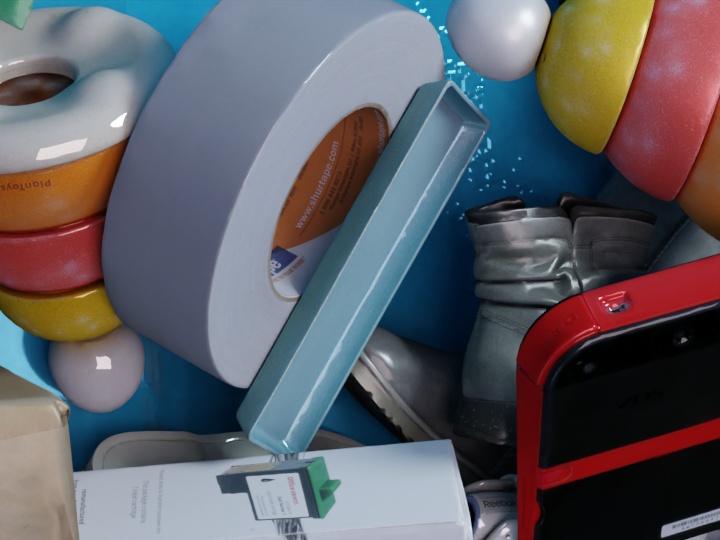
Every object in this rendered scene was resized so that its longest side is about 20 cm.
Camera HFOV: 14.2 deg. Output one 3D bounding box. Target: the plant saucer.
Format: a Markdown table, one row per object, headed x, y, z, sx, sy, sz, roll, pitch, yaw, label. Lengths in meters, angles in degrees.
| x | y | z | sx | sy | sz | roll | pitch | yaw | label |
| --- | --- | --- | --- | --- | --- | --- | --- | --- | --- |
| 0.000 | 0.000 | 1.428 | 0.201 | 0.019 | 0.070 | -61 | 155 | -5 | plant saucer |

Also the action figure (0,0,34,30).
| x | y | z | sx | sy | sz | roll | pitch | yaw | label |
| --- | --- | --- | --- | --- | --- | --- | --- | --- | --- |
| -0.232 | -0.206 | 1.370 | 0.199 | 0.055 | 0.119 | 22 | 87 | -14 | action figure |

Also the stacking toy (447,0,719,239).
| x | y | z | sx | sy | sz | roll | pitch | yaw | label |
| --- | --- | --- | --- | --- | --- | --- | --- | --- | --- |
| 0.139 | -0.099 | 1.440 | 0.199 | 0.146 | 0.147 | 20 | 91 | 1 | stacking toy |

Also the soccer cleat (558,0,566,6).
| x | y | z | sx | sy | sz | roll | pitch | yaw | label |
| --- | --- | --- | --- | --- | --- | --- | --- | --- | --- |
| 0.174 | -0.111 | 1.545 | 0.073 | 0.068 | 0.200 | -46 | 111 | -29 | soccer cleat |

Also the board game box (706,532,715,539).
| x | y | z | sx | sy | sz | roll | pitch | yaw | label |
| --- | --- | --- | --- | --- | --- | --- | --- | --- | --- |
| 0.195 | 0.178 | 1.574 | 0.103 | 0.019 | 0.201 | 0 | 87 | -46 | board game box |

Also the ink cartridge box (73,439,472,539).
| x | y | z | sx | sy | sz | roll | pitch | yaw | label |
| --- | --- | --- | --- | --- | --- | --- | --- | --- | --- |
| -0.043 | 0.170 | 1.408 | 0.199 | 0.084 | 0.147 | -5 | 117 | -1 | ink cartridge box |

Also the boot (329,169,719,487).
| x | y | z | sx | sy | sz | roll | pitch | yaw | label |
| --- | --- | --- | --- | --- | --- | --- | --- | --- | --- |
| 0.093 | 0.020 | 1.523 | 0.200 | 0.073 | 0.182 | -49 | 128 | -1 | boot |

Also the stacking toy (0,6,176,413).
| x | y | z | sx | sy | sz | roll | pitch | yaw | label |
| --- | --- | --- | --- | --- | --- | --- | --- | --- | --- |
| -0.148 | -0.016 | 1.415 | 0.146 | 0.146 | 0.201 | -19 | 123 | -17 | stacking toy |

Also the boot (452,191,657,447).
| x | y | z | sx | sy | sz | roll | pitch | yaw | label |
| --- | --- | --- | --- | --- | --- | --- | --- | --- | --- |
| 0.141 | 0.030 | 1.482 | 0.199 | 0.068 | 0.131 | 8 | 89 | -26 | boot |

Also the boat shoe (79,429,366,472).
| x | y | z | sx | sy | sz | roll | pitch | yaw | label |
| --- | --- | --- | --- | --- | --- | --- | --- | --- | --- |
| -0.058 | 0.125 | 1.500 | 0.199 | 0.073 | 0.062 | 7 | 139 | -29 | boat shoe |

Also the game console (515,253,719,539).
| x | y | z | sx | sy | sz | roll | pitch | yaw | label |
| --- | --- | --- | --- | --- | --- | --- | --- | --- | --- |
| 0.170 | 0.064 | 1.420 | 0.199 | 0.031 | 0.177 | -15 | 136 | -14 | game console |

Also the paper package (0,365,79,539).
| x | y | z | sx | sy | sz | roll | pitch | yaw | label |
| --- | --- | --- | --- | --- | --- | --- | --- | --- | --- |
| -0.251 | 0.100 | 1.340 | 0.199 | 0.191 | 0.104 | -3 | 97 | -21 | paper package |

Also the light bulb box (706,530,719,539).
| x | y | z | sx | sy | sz | roll | pitch | yaw | label |
| --- | --- | --- | --- | --- | --- | --- | --- | --- | --- |
| 0.297 | 0.154 | 1.521 | 0.200 | 0.198 | 0.125 | -49 | 116 | -38 | light bulb box |

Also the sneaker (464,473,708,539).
| x | y | z | sx | sy | sz | roll | pitch | yaw | label |
| --- | --- | --- | --- | --- | --- | --- | --- | --- | --- |
| 0.091 | 0.141 | 1.485 | 0.199 | 0.075 | 0.087 | -20 | 136 | -12 | sneaker |

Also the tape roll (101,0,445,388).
| x | y | z | sx | sy | sz | roll | pitch | yaw | label |
| --- | --- | --- | --- | --- | --- | --- | --- | --- | --- |
| -0.040 | -0.046 | 1.400 | 0.066 | 0.200 | 0.201 | 28 | 87 | 21 | tape roll |
